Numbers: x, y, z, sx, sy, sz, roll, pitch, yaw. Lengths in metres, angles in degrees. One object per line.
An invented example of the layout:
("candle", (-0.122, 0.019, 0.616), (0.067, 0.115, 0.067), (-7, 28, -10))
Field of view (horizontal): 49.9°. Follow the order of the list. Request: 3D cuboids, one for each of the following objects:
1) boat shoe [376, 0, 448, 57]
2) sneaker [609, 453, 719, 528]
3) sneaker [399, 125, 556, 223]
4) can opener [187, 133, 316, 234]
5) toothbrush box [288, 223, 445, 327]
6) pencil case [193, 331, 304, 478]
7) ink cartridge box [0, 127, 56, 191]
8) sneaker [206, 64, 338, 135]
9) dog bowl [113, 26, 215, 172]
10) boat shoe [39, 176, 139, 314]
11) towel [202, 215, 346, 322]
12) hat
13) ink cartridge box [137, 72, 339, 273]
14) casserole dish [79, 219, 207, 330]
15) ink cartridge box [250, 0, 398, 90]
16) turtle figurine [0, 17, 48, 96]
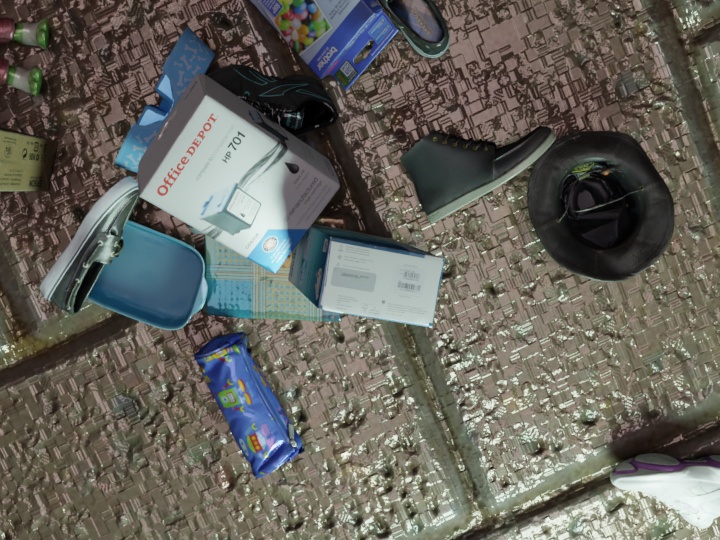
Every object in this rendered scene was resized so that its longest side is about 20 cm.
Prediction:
("boat shoe", (0.047, -0.365, 1.004), (0.068, 0.057, 0.200), (-42, 95, 4))
("sneaker", (0.445, 0.309, 1.074), (0.195, 0.075, 0.102), (3, 95, 0))
("sneaker", (0.149, -0.156, 1.011), (0.198, 0.075, 0.108), (-31, 93, 17))
("can opener", (-0.149, -0.118, 1.035), (0.198, 0.067, 0.054), (-32, 65, -13))
("toothbrush box", (0.000, 0.000, 0.965), (0.143, 0.200, 0.088), (10, 95, -16))
("pencil case", (-0.150, 0.182, 1.058), (0.086, 0.078, 0.203), (-23, 97, 32))
("ink cartridge box", (-0.497, -0.152, 0.962), (0.161, 0.200, 0.077), (13, 95, -1))
("sneaker", (-0.116, -0.210, 0.971), (0.196, 0.079, 0.077), (-11, 131, -32))
("dog bowl", (-0.251, -0.214, 1.006), (0.049, 0.112, 0.203), (28, 96, -16))
("boat shoe", (-0.340, -0.030, 1.007), (0.056, 0.069, 0.201), (40, 103, -1))
("towel", (-0.119, -0.006, 1.069), (0.195, 0.022, 0.151), (3, 96, -2))
("hat", (0.310, -0.079, 1.031), (0.195, 0.081, 0.206), (-1, 80, 4))
("ink cartridge box", (-0.147, -0.113, 0.933), (0.198, 0.086, 0.147), (30, 108, -31))
("casserole dish", (-0.295, 0.002, 1.052), (0.196, 0.039, 0.124), (20, 96, 4))
("ink cartridge box", (-0.057, -0.342, 1.001), (0.200, 0.042, 0.119), (46, 122, -6))
("turtle figurine", (-0.496, -0.297, 0.963), (0.189, 0.146, 0.201), (8, 140, -18))
